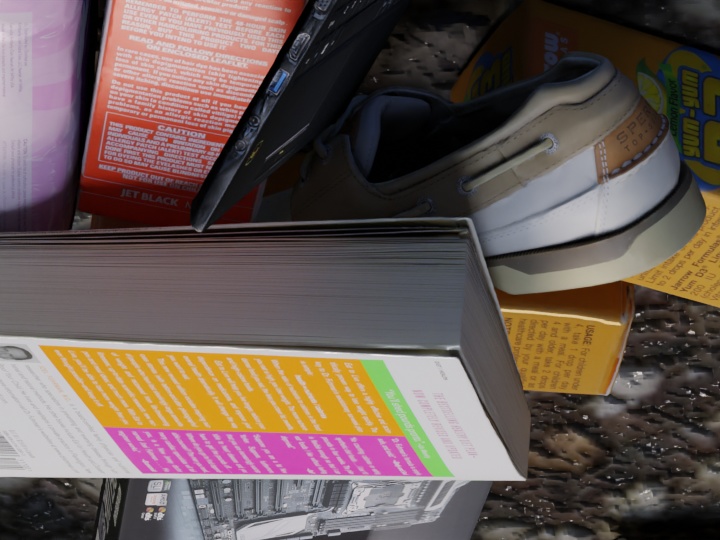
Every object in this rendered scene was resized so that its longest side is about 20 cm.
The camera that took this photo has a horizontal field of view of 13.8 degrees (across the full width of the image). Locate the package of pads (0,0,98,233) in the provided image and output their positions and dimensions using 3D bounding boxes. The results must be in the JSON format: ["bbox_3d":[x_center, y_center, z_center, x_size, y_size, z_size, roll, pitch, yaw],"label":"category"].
[{"bbox_3d":[-0.121,-0.095,0.937,0.076,0.121,0.200,6,147,-3],"label":"package of pads"}]

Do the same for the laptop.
[{"bbox_3d":[0.060,-0.087,0.860,0.103,0.177,0.200,33,108,4],"label":"laptop"}]

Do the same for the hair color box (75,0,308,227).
[{"bbox_3d":[-0.043,-0.111,0.914,0.064,0.111,0.200,11,146,-6],"label":"hair color box"}]

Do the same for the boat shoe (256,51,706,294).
[{"bbox_3d":[0.015,-0.027,0.991,0.200,0.075,0.068,-12,117,29],"label":"boat shoe"}]

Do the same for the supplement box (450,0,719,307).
[{"bbox_3d":[0.133,-0.030,1.065,0.200,0.067,0.069,14,146,-16],"label":"supplement box"}]

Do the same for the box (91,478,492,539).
[{"bbox_3d":[-0.029,0.090,1.256,0.157,0.050,0.200,-2,148,-13],"label":"box"}]

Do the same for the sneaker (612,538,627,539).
[{"bbox_3d":[0.182,0.197,1.390,0.115,0.076,0.201,3,146,20],"label":"sneaker"}]

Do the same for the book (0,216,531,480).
[{"bbox_3d":[-0.052,0.034,0.977,0.200,0.048,0.134,0,154,12],"label":"book"}]

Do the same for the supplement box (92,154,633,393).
[{"bbox_3d":[0.000,0.000,1.110,0.200,0.067,0.069,4,147,1],"label":"supplement box"}]
